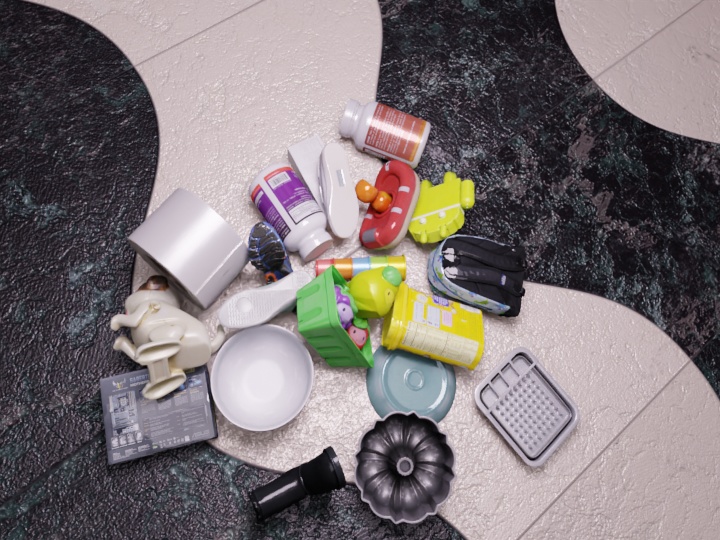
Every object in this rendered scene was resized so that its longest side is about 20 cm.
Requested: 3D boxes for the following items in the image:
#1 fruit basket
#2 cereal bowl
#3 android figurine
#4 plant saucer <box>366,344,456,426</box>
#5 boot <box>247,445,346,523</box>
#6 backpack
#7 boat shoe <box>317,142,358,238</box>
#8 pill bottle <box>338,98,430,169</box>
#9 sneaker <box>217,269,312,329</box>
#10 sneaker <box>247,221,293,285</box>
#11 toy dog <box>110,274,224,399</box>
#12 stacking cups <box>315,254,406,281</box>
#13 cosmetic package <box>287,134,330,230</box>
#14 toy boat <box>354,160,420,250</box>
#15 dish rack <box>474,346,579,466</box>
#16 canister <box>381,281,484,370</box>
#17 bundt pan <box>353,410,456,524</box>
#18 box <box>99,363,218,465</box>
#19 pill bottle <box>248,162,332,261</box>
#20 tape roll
[{"bbox_3d":[-0.004,0.079,1.049,0.211,0.218,0.158,-2,51,-9],"label":"fruit basket"},{"bbox_3d":[-0.190,0.213,1.060,0.195,0.083,0.205,2,72,-7],"label":"cereal bowl"},{"bbox_3d":[0.166,-0.136,1.188,0.179,0.041,0.202,-15,42,28],"label":"android figurine"},{"bbox_3d":[0.110,0.229,1.123,0.195,0.036,0.204,2,72,-7],"label":"plant saucer"},{"bbox_3d":[-0.117,0.385,0.962,0.160,0.199,0.074,-19,73,-20],"label":"boot"},{"bbox_3d":[0.242,0.005,1.167,0.197,0.153,0.167,16,72,-26],"label":"backpack"},{"bbox_3d":[-0.057,-0.165,1.152,0.071,0.068,0.204,-13,87,-25],"label":"boat shoe"},{"bbox_3d":[0.054,-0.320,1.245,0.196,0.112,0.114,21,71,-2],"label":"pill bottle"},{"bbox_3d":[-0.191,0.076,1.079,0.198,0.118,0.075,-24,76,-25],"label":"sneaker"},{"bbox_3d":[-0.184,-0.038,1.087,0.074,0.201,0.080,-15,60,-5],"label":"sneaker"},{"bbox_3d":[-0.373,0.099,1.017,0.192,0.141,0.200,-27,52,-23],"label":"toy dog"},{"bbox_3d":[0.000,0.000,1.171,0.195,0.061,0.062,-3,73,-5],"label":"stacking cups"},{"bbox_3d":[-0.086,-0.200,1.220,0.081,0.051,0.203,-26,78,-13],"label":"cosmetic package"},{"bbox_3d":[0.042,-0.153,1.169,0.130,0.129,0.203,33,67,-31],"label":"toy boat"},{"bbox_3d":[0.345,0.285,1.136,0.171,0.044,0.201,-38,81,-18],"label":"dish rack"},{"bbox_3d":[0.151,0.116,1.119,0.196,0.088,0.150,17,40,-4],"label":"canister"},{"bbox_3d":[0.083,0.372,1.043,0.197,0.076,0.207,0,81,-1],"label":"bundt pan"},{"bbox_3d":[-0.384,0.265,1.032,0.196,0.051,0.161,-12,75,-11],"label":"box"},{"bbox_3d":[-0.146,-0.122,1.155,0.111,0.113,0.201,-33,80,-16],"label":"pill bottle"},{"bbox_3d":[-0.331,-0.040,1.056,0.202,0.203,0.140,38,71,5],"label":"tape roll"}]
